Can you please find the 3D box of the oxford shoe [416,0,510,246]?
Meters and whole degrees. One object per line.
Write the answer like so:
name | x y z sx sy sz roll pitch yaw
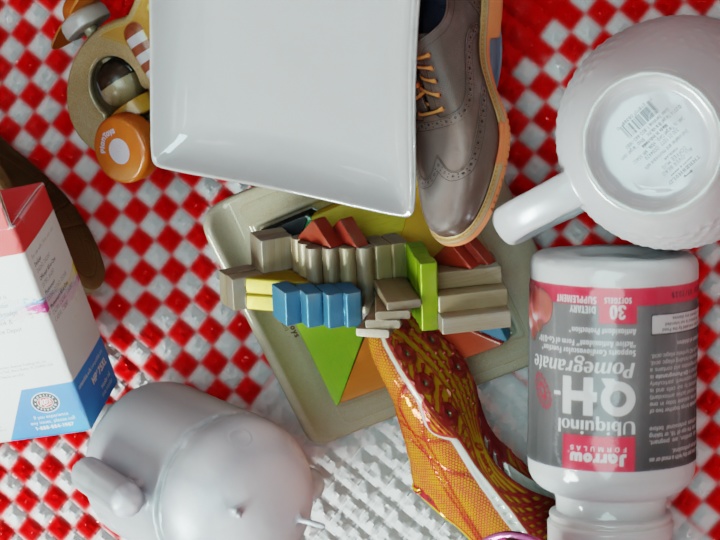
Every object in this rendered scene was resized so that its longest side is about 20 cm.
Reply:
oxford shoe | 0.047 -0.115 1.551 0.071 0.073 0.200 -14 71 38

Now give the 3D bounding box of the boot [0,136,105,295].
boot | -0.291 -0.019 1.716 0.200 0.073 0.155 44 109 -1

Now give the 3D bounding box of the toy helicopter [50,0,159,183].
toy helicopter | -0.147 -0.166 1.640 0.132 0.079 0.200 37 122 22

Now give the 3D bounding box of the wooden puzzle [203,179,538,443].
wooden puzzle | 0.017 0.007 1.638 0.200 0.037 0.185 -23 102 15

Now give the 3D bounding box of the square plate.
square plate | -0.046 -0.146 1.546 0.200 0.028 0.199 12 113 27

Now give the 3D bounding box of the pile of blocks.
pile of blocks | 0.000 0.000 1.580 0.200 0.082 0.062 2 109 13

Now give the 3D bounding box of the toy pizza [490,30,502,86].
toy pizza | -0.002 -0.150 1.644 0.200 0.032 0.201 2 99 12

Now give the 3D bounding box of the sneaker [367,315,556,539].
sneaker | 0.053 0.117 1.622 0.077 0.073 0.200 -22 105 33

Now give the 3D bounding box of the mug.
mug | 0.173 -0.072 1.534 0.200 0.175 0.148 -29 89 16

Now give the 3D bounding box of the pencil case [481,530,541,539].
pencil case | 0.148 0.237 1.565 0.094 0.200 0.091 -7 64 39

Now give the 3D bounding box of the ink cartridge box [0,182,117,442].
ink cartridge box | -0.254 0.015 1.645 0.116 0.067 0.200 -8 116 18

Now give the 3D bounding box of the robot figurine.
robot figurine | -0.108 0.141 1.638 0.200 0.169 0.113 18 107 52

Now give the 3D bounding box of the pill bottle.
pill bottle | 0.163 0.087 1.588 0.110 0.111 0.200 2 97 14
